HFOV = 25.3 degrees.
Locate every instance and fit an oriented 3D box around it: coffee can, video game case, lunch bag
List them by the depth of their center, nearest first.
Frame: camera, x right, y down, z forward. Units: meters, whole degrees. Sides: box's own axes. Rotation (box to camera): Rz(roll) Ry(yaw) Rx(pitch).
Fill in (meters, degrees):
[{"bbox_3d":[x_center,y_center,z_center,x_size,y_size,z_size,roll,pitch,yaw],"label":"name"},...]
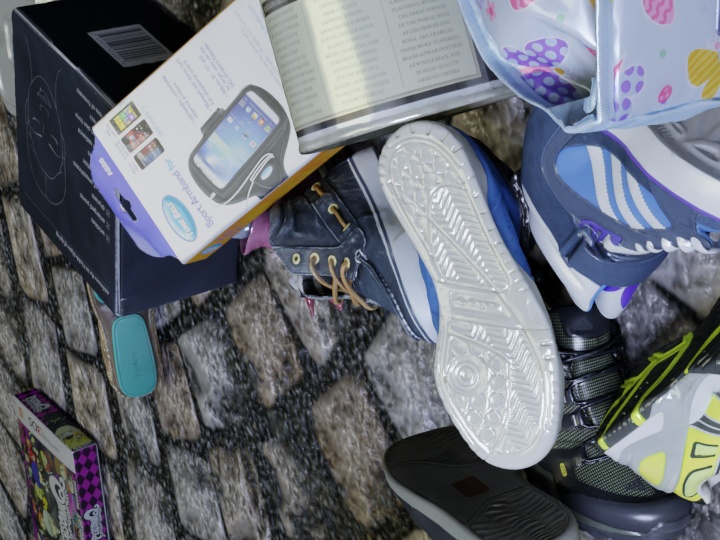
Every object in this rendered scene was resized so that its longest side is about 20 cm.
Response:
[{"bbox_3d":[0.130,-0.167,0.724,0.127,0.169,0.201,-33,73,57],"label":"lunch bag"},{"bbox_3d":[0.007,-0.183,0.944,0.146,0.146,0.201,-11,95,60],"label":"coffee can"},{"bbox_3d":[-0.345,0.260,1.871,0.181,0.036,0.201,29,129,52],"label":"video game case"}]

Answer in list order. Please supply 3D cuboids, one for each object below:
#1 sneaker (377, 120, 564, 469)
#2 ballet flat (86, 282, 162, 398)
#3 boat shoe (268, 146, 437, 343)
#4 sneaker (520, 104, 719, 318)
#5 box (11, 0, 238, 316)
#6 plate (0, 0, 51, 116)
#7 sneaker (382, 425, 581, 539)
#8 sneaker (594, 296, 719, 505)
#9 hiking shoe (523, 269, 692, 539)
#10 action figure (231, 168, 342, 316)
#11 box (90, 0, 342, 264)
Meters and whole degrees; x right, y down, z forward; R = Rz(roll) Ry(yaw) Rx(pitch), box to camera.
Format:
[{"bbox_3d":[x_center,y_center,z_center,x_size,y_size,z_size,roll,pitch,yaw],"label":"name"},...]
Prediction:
[{"bbox_3d":[0.075,0.011,0.927,0.077,0.111,0.200,-23,85,19],"label":"sneaker"},{"bbox_3d":[-0.229,0.024,1.532,0.065,0.070,0.201,-133,40,-61],"label":"ballet flat"},{"bbox_3d":[0.000,0.000,1.047,0.071,0.091,0.200,57,-174,-33],"label":"boat shoe"},{"bbox_3d":[0.162,-0.026,0.843,0.200,0.080,0.147,38,143,41],"label":"sneaker"},{"bbox_3d":[-0.198,-0.104,1.353,0.200,0.124,0.197,43,137,41],"label":"box"},{"bbox_3d":[-0.333,-0.230,1.612,0.200,0.032,0.200,27,127,52],"label":"plate"},{"bbox_3d":[0.071,0.168,0.949,0.200,0.075,0.107,-139,34,-66],"label":"sneaker"},{"bbox_3d":[0.205,0.055,0.827,0.076,0.075,0.200,37,142,-4],"label":"sneaker"},{"bbox_3d":[0.125,0.071,0.944,0.200,0.076,0.101,49,145,38],"label":"hiking shoe"},{"bbox_3d":[-0.047,-0.065,1.177,0.149,0.134,0.200,-25,90,24],"label":"action figure"},{"bbox_3d":[-0.093,-0.097,1.099,0.200,0.041,0.119,-37,83,24],"label":"box"}]
